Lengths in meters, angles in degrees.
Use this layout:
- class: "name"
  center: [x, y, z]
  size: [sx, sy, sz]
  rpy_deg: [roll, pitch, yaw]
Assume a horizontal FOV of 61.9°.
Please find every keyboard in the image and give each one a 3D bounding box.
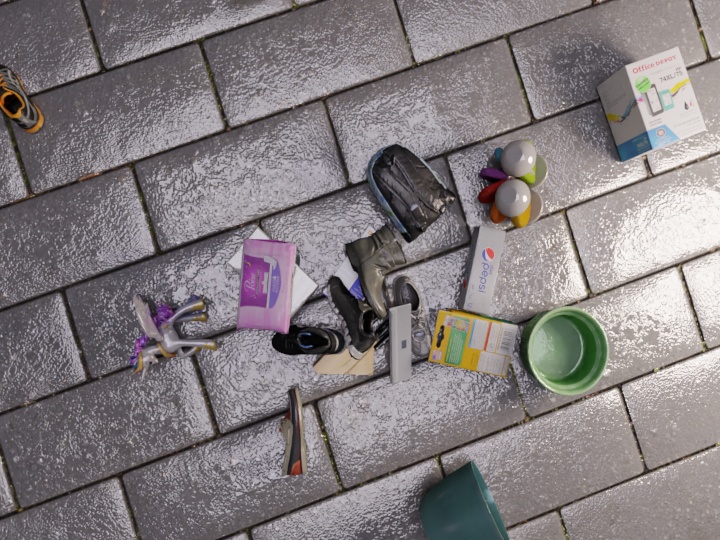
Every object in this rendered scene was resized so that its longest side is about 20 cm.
- class: "keyboard"
  center: [0.094, 0.174, 1.406]
  size: [0.055, 0.011, 0.206]
  rpy_deg: [-14, 117, -24]

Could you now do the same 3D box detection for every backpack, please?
- class: "backpack"
  center: [0.099, -0.199, 1.408]
  size: [0.163, 0.154, 0.200]
  rpy_deg: [-44, 112, 2]

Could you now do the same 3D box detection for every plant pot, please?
- class: "plant pot"
  center: [0.228, 0.564, 1.366]
  size: [0.158, 0.201, 0.205]
  rpy_deg: [-27, 90, 8]

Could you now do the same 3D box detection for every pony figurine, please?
- class: "pony figurine"
  center: [-0.447, 0.131, 1.366]
  size: [0.195, 0.166, 0.199]
  rpy_deg: [-17, 97, -19]

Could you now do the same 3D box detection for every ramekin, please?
- class: "ramekin"
  center: [0.478, 0.188, 1.432]
  size: [0.193, 0.098, 0.207]
  rpy_deg: [0, 88, -4]

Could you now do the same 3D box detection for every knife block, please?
- class: "knife block"
  center: [-0.014, 0.154, 1.421]
  size: [0.193, 0.064, 0.182]
  rpy_deg: [2, 88, -3]

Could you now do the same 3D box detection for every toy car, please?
- class: "toy car"
  center: [0.352, -0.207, 1.421]
  size: [0.146, 0.173, 0.207]
  rpy_deg: [8, 88, 33]

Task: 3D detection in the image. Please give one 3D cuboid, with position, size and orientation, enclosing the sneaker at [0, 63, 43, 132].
- class: "sneaker"
  center: [-0.816, -0.412, 1.381]
  size: [0.078, 0.077, 0.200]
  rpy_deg: [-44, 90, -2]

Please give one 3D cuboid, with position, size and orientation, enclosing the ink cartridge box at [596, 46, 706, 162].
- class: "ink cartridge box"
  center: [0.689, -0.392, 1.436]
  size: [0.143, 0.146, 0.206]
  rpy_deg: [-20, 89, -4]

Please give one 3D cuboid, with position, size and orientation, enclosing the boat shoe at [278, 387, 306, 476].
- class: "boat shoe"
  center: [-0.161, 0.379, 1.406]
  size: [0.060, 0.071, 0.207]
  rpy_deg: [-4, 93, -1]

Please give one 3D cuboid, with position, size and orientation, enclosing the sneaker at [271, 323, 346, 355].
- class: "sneaker"
  center: [-0.137, 0.154, 1.357]
  size: [0.194, 0.111, 0.076]
  rpy_deg: [-3, 80, 24]

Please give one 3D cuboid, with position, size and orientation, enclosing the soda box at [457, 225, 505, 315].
- class: "soda box"
  center: [0.291, 0.000, 1.443]
  size: [0.066, 0.063, 0.207]
  rpy_deg: [12, 88, -4]

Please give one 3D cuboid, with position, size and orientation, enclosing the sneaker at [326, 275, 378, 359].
- class: "sneaker"
  center: [-0.012, 0.091, 1.356]
  size: [0.090, 0.066, 0.204]
  rpy_deg: [-35, 62, 26]

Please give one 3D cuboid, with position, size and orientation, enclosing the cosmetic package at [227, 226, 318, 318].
- class: "cosmetic package"
  center: [-0.203, 0.008, 1.406]
  size: [0.200, 0.081, 0.113]
  rpy_deg: [45, 86, 0]

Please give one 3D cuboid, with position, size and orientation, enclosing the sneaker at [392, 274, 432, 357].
- class: "sneaker"
  center: [0.121, 0.111, 1.420]
  size: [0.073, 0.082, 0.205]
  rpy_deg: [-20, 90, -4]

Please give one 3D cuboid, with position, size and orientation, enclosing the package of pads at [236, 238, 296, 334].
- class: "package of pads"
  center: [-0.208, 0.035, 1.327]
  size: [0.116, 0.076, 0.207]
  rpy_deg: [5, 92, -2]

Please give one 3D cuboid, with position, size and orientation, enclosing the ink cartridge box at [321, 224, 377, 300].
- class: "ink cartridge box"
  center: [0.000, 0.000, 1.440]
  size: [0.094, 0.037, 0.202]
  rpy_deg: [36, 84, -3]

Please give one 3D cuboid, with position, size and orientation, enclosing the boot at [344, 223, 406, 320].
- class: "boot"
  center: [0.053, 0.000, 1.382]
  size: [0.127, 0.068, 0.205]
  rpy_deg: [-22, 77, -4]

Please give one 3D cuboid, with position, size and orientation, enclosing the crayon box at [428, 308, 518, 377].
- class: "crayon box"
  center: [0.264, 0.169, 1.435]
  size: [0.194, 0.052, 0.130]
  rpy_deg: [12, 97, -4]
